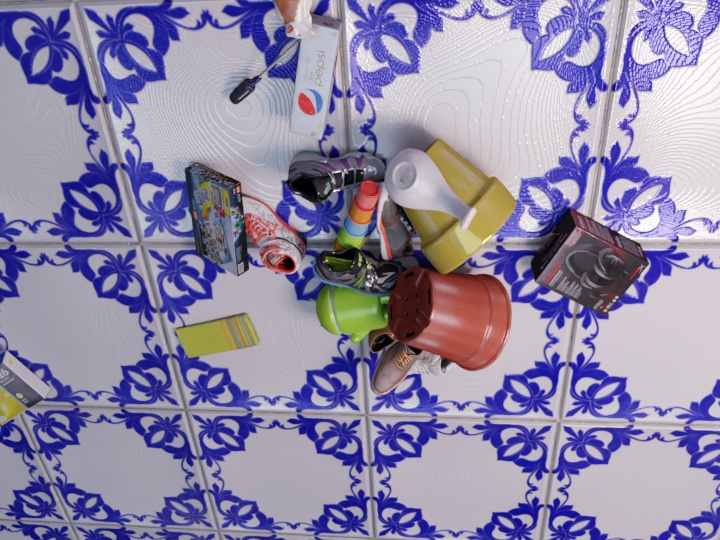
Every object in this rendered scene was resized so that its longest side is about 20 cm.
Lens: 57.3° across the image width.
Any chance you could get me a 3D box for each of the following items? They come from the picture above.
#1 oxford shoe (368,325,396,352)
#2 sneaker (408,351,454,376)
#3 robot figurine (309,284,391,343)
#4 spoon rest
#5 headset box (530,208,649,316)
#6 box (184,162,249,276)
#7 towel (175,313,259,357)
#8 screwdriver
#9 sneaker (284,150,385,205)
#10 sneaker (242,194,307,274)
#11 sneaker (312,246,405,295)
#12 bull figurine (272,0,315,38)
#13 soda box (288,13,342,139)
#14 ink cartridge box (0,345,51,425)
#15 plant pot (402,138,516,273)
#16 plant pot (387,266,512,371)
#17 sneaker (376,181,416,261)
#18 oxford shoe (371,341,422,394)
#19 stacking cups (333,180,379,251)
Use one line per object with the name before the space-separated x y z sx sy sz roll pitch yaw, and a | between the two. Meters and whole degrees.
oxford shoe | 0.088 0.116 1.475 0.070 0.072 0.201 33 119 -14
sneaker | 0.150 0.202 1.506 0.196 0.101 0.075 -27 120 24
robot figurine | -0.010 0.075 1.431 0.194 0.117 0.179 -11 121 14
spoon rest | 0.121 -0.136 1.143 0.199 0.060 0.101 39 106 28
headset box | 0.454 -0.019 1.340 0.195 0.078 0.151 24 123 -11
box | -0.294 -0.104 1.355 0.134 0.037 0.205 26 131 32
towel | -0.344 0.157 1.586 0.194 0.018 0.088 -12 115 15
screwdriver | -0.172 -0.359 1.199 0.196 0.028 0.029 -23 115 35
sneaker | -0.051 -0.167 1.262 0.193 0.141 0.080 -1 124 8
sneaker | -0.201 -0.073 1.361 0.199 0.109 0.067 35 121 -15
sneaker | 0.000 0.000 1.336 0.193 0.073 0.083 9 155 -10
bull figurine | -0.114 -0.486 1.076 0.120 0.065 0.204 -31 90 21
soda box | -0.082 -0.349 1.195 0.066 0.064 0.205 12 123 -1
ink cartridge box | -0.952 0.297 1.730 0.194 0.048 0.201 -28 118 23
plant pot | 0.162 -0.131 1.242 0.189 0.201 0.200 46 118 -5
plant pot | 0.169 0.086 1.328 0.191 0.204 0.202 15 128 -34
sneaker | 0.075 -0.100 1.323 0.079 0.079 0.203 -2 143 7
oxford shoe | 0.092 0.189 1.457 0.071 0.073 0.202 36 88 5
stacking cups | -0.005 -0.104 1.312 0.059 0.062 0.202 17 142 -5
